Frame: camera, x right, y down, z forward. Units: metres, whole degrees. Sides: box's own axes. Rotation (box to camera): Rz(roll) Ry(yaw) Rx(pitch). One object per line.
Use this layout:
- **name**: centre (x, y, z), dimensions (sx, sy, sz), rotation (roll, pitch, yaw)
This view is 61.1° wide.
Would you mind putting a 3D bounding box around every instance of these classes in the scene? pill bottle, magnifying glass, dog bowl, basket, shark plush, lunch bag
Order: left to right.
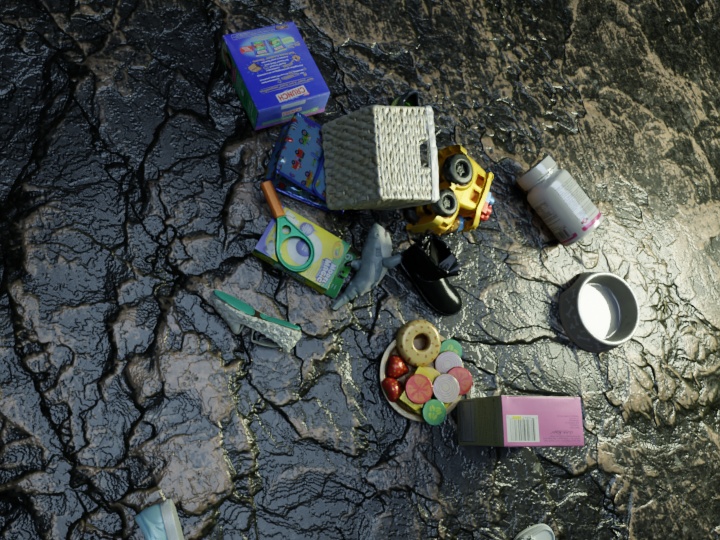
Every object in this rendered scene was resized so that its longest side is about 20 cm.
- **magnifying glass**: centre (-0.155, -0.090, 1.247), dimensions (0.079, 0.022, 0.201), rotation (-22, 82, -20)
- **lunch bag**: centre (-0.090, -0.220, 1.322), dimensions (0.200, 0.094, 0.151), rotation (24, 69, -23)
- **shark plush**: centre (0.000, 0.000, 1.301), dimensions (0.083, 0.091, 0.200), rotation (40, 92, -18)
- **basket**: centre (0.036, -0.227, 1.257), dimensions (0.160, 0.200, 0.199), rotation (-6, 93, -37)
- **pill bottle**: centre (0.472, -0.168, 1.454), dimensions (0.113, 0.113, 0.200), rotation (-39, 90, -21)
- **dog bowl**: centre (0.574, 0.094, 1.452), dimensions (0.199, 0.059, 0.201), rotation (4, 75, -15)

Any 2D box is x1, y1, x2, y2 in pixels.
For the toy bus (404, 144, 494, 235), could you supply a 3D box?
- **toy bus**: centre (0.218, -0.150, 1.377), dimensions (0.192, 0.136, 0.201), rotation (30, 72, -25)

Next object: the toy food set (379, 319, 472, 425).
- **toy food set**: centre (0.138, 0.219, 1.291), dimensions (0.198, 0.049, 0.200), rotation (36, 69, -4)

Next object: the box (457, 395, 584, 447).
- **box**: centre (0.318, 0.310, 1.245), dimensions (0.175, 0.200, 0.097), rotation (5, 75, -16)

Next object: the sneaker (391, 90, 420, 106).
- **sneaker**: centre (0.105, -0.321, 1.397), dimensions (0.074, 0.081, 0.201), rotation (2, 77, -16)

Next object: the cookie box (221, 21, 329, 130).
- **cookie box**: centre (-0.187, -0.424, 1.324), dimensions (0.171, 0.075, 0.200), rotation (-20, 74, -20)

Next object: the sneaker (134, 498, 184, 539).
- **sneaker**: centre (-0.347, 0.512, 1.069), dimensions (0.082, 0.074, 0.201), rotation (-15, 74, -11)

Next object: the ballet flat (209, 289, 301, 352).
- **ballet flat**: centre (-0.214, 0.108, 1.207), dimensions (0.200, 0.072, 0.072), rotation (25, 71, -9)

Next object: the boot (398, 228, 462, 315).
- **boot**: centre (0.166, 0.008, 1.292), dimensions (0.073, 0.162, 0.198), rotation (-43, 91, -20)

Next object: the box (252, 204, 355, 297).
- **box**: centre (-0.112, -0.037, 1.282), dimensions (0.200, 0.048, 0.118), rotation (30, 70, -10)

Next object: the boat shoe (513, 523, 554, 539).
- **boat shoe**: centre (0.330, 0.601, 1.251), dimensions (0.202, 0.065, 0.075), rotation (-28, 86, -21)
